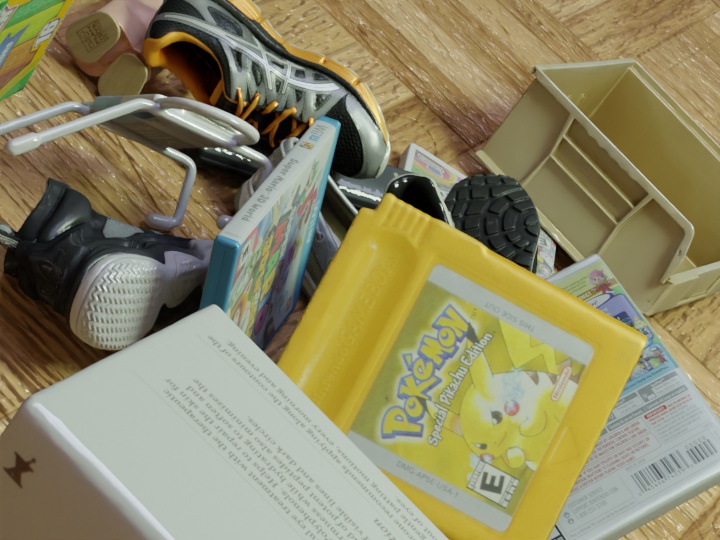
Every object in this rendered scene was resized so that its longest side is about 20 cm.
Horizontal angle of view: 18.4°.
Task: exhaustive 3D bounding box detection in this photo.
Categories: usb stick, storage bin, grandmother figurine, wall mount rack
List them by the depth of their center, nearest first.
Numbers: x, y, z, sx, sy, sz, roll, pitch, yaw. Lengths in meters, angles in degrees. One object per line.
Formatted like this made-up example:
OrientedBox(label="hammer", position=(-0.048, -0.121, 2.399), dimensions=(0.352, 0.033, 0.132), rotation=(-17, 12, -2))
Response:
OrientedBox(label="wall mount rack", position=(-0.157, -0.077, 1.408), dimensions=(0.173, 0.075, 0.199), rotation=(23, -9, -28))
OrientedBox(label="usb stick", position=(-0.037, -0.072, 1.607), dimensions=(0.198, 0.033, 0.056), rotation=(17, 32, -23))
OrientedBox(label="grandmother figurine", position=(-0.149, -0.186, 1.642), dimensions=(0.122, 0.060, 0.200), rotation=(64, 26, -9))
OrientedBox(label="storage bin", position=(0.224, -0.070, 1.825), dimensions=(0.199, 0.094, 0.200), rotation=(47, 25, 16))

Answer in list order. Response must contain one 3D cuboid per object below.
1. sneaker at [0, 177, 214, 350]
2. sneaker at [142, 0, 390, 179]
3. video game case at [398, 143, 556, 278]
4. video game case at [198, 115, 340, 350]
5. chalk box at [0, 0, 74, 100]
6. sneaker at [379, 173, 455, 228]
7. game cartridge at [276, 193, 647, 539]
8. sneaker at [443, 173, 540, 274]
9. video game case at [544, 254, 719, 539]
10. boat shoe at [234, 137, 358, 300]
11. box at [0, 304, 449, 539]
OrientedBox(label="sneaker", position=(-0.147, -0.007, 1.375), dimensions=(0.113, 0.076, 0.200), rotation=(33, 13, 20))
OrientedBox(label="sneaker", position=(-0.068, -0.123, 1.560), dimensions=(0.199, 0.078, 0.077), rotation=(36, 49, 5))
OrientedBox(label="video game case", position=(0.081, -0.007, 1.679), dimensions=(0.143, 0.018, 0.201), rotation=(32, 31, -11))
OrientedBox(label="video game case", position=(-0.063, 0.003, 1.387), dimensions=(0.018, 0.144, 0.200), rotation=(19, 29, 9))
OrientedBox(label="chalk box", position=(-0.280, -0.168, 1.405), dimensions=(0.124, 0.125, 0.200), rotation=(40, 31, 3))
OrientedBox(label="sneaker", position=(0.033, 0.030, 1.436), dimensions=(0.075, 0.088, 0.202), rotation=(-6, 61, -5))
OrientedBox(label="game cartridge", position=(0.052, 0.071, 1.382), dimensions=(0.199, 0.177, 0.032), rotation=(28, -8, -1))
OrientedBox(label="sneaker", position=(0.094, 0.029, 1.570), dimensions=(0.075, 0.088, 0.201), rotation=(-5, 56, -2))
OrientedBox(label="video game case", position=(0.120, 0.101, 1.456), dimensions=(0.199, 0.022, 0.183), rotation=(-26, 61, -15))
OrientedBox(label="boat shoe", position=(0.000, -0.001, 1.532), dimensions=(0.202, 0.065, 0.074), rotation=(48, 32, 7))
OrientedBox(label="box", position=(-0.094, 0.167, 1.072), dimensions=(0.199, 0.200, 0.171), rotation=(44, 29, 10))
